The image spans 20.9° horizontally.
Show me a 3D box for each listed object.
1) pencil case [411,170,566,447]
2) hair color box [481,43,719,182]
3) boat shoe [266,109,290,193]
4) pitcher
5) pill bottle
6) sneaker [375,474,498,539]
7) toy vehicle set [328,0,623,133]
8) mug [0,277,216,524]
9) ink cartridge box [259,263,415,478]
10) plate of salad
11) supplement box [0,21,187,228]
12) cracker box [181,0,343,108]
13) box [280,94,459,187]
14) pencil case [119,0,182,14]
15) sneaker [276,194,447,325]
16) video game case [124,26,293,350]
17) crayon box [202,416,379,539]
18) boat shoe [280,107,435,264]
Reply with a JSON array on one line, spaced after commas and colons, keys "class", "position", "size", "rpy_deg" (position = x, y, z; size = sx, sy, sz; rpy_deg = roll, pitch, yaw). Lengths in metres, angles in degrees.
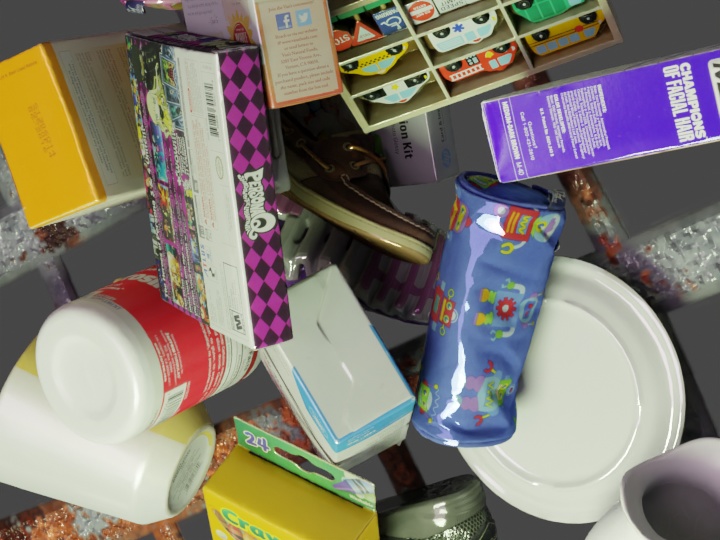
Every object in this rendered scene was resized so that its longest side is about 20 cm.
[{"class": "pencil case", "position": [0.092, 0.027, 1.389], "size": [0.078, 0.087, 0.200], "rpy_deg": [39, 123, 57]}, {"class": "hair color box", "position": [0.197, -0.112, 1.326], "size": [0.200, 0.109, 0.065], "rpy_deg": [-12, 95, 33]}, {"class": "boat shoe", "position": [-0.078, -0.140, 1.439], "size": [0.065, 0.074, 0.200], "rpy_deg": [1, 66, -4]}, {"class": "pitcher", "position": [0.234, 0.193, 1.371], "size": [0.121, 0.171, 0.200], "rpy_deg": [47, 150, 27]}, {"class": "pill bottle", "position": [-0.145, 0.050, 1.512], "size": [0.112, 0.200, 0.112], "rpy_deg": [15, 116, 33]}, {"class": "sneaker", "position": [0.030, 0.235, 1.532], "size": [0.199, 0.076, 0.114], "rpy_deg": [-19, 95, 35]}, {"class": "toy vehicle set", "position": [0.070, -0.174, 1.355], "size": [0.200, 0.124, 0.027], "rpy_deg": [-19, 50, 15]}, {"class": "mug", "position": [-0.201, 0.120, 1.609], "size": [0.153, 0.149, 0.187], "rpy_deg": [23, 120, 16]}, {"class": "ink cartridge box", "position": [-0.020, 0.081, 1.436], "size": [0.068, 0.200, 0.116], "rpy_deg": [-29, 78, -8]}, {"class": "plate of salad", "position": [0.149, 0.086, 1.439], "size": [0.200, 0.048, 0.200], "rpy_deg": [7, 104, 31]}, {"class": "supplement box", "position": [-0.193, -0.115, 1.506], "size": [0.073, 0.200, 0.126], "rpy_deg": [-20, 90, 30]}, {"class": "cracker box", "position": [-0.078, -0.211, 1.309], "size": [0.134, 0.058, 0.200], "rpy_deg": [11, 114, 65]}, {"class": "box", "position": [-0.030, -0.136, 1.498], "size": [0.200, 0.041, 0.156], "rpy_deg": [-4, 100, 31]}, {"class": "pencil case", "position": [-0.162, -0.301, 1.514], "size": [0.083, 0.086, 0.200], "rpy_deg": [14, 112, 61]}, {"class": "sneaker", "position": [0.000, 0.000, 1.492], "size": [0.200, 0.089, 0.081], "rpy_deg": [17, 66, 25]}, {"class": "video game case", "position": [-0.106, -0.061, 1.336], "size": [0.181, 0.036, 0.200], "rpy_deg": [21, 120, 62]}, {"class": "crayon box", "position": [-0.049, 0.210, 1.471], "size": [0.126, 0.052, 0.200], "rpy_deg": [24, 144, 23]}, {"class": "boat shoe", "position": [-0.015, -0.072, 1.437], "size": [0.200, 0.072, 0.072], "rpy_deg": [32, 90, 37]}]
